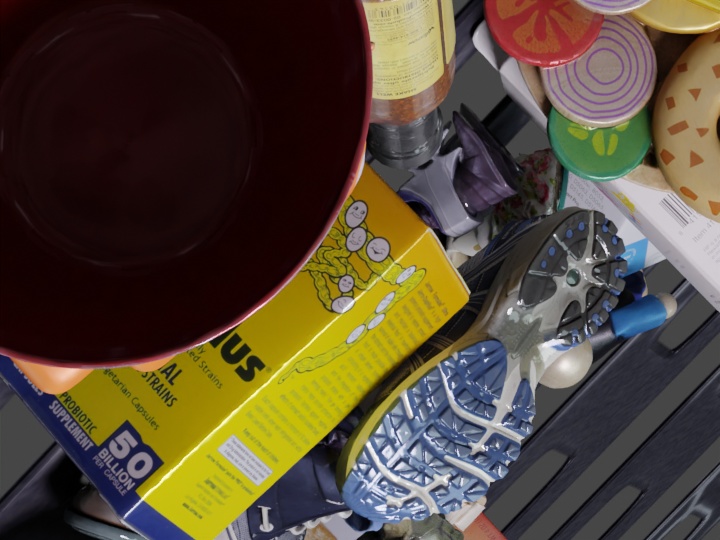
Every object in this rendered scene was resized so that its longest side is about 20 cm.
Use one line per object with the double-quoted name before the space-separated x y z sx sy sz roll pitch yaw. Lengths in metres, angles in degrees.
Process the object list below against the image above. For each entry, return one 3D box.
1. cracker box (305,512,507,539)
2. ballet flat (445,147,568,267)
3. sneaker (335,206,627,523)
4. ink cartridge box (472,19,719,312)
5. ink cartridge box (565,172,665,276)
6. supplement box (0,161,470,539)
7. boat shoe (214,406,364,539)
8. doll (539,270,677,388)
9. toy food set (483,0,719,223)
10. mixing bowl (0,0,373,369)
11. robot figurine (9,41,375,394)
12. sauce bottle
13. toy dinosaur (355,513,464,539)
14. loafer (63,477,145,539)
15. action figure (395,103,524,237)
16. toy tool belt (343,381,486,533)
"cracker box" -0.021 0.186 1.555 0.199 0.134 0.058 -31 155 -30
"ballet flat" 0.080 -0.015 1.439 0.200 0.063 0.076 91 7 -69
"sneaker" 0.053 0.049 1.307 0.200 0.085 0.077 -47 117 -18
"ink cartridge box" 0.168 -0.093 1.325 0.129 0.200 0.125 -44 176 2
"ink cartridge box" 0.186 -0.089 1.510 0.115 0.067 0.201 -21 149 -42
"supplement box" -0.060 0.028 1.235 0.200 0.109 0.110 -43 158 -3
"boat shoe" -0.034 0.120 1.365 0.200 0.092 0.075 69 36 -62
"doll" 0.130 0.037 1.556 0.136 0.049 0.200 -23 -173 14
"toy food set" 0.164 -0.132 1.235 0.049 0.197 0.201 -22 133 -88
"mixing bowl" -0.093 -0.059 0.942 0.200 0.200 0.108 -42 174 -5
"robot figurine" -0.079 -0.037 1.072 0.200 0.117 0.144 -42 159 -4
"sauce bottle" 0.012 -0.109 1.175 0.066 0.066 0.200 -38 157 -14
"toy dinosaur" 0.017 0.153 1.398 0.087 0.048 0.200 -18 155 3
"loafer" -0.106 0.122 1.404 0.200 0.071 0.063 23 84 -72
"action figure" 0.000 0.000 1.354 0.200 0.069 0.130 -44 166 10
"toy tool belt" 0.012 0.104 1.471 0.122 0.126 0.200 -23 -176 11
